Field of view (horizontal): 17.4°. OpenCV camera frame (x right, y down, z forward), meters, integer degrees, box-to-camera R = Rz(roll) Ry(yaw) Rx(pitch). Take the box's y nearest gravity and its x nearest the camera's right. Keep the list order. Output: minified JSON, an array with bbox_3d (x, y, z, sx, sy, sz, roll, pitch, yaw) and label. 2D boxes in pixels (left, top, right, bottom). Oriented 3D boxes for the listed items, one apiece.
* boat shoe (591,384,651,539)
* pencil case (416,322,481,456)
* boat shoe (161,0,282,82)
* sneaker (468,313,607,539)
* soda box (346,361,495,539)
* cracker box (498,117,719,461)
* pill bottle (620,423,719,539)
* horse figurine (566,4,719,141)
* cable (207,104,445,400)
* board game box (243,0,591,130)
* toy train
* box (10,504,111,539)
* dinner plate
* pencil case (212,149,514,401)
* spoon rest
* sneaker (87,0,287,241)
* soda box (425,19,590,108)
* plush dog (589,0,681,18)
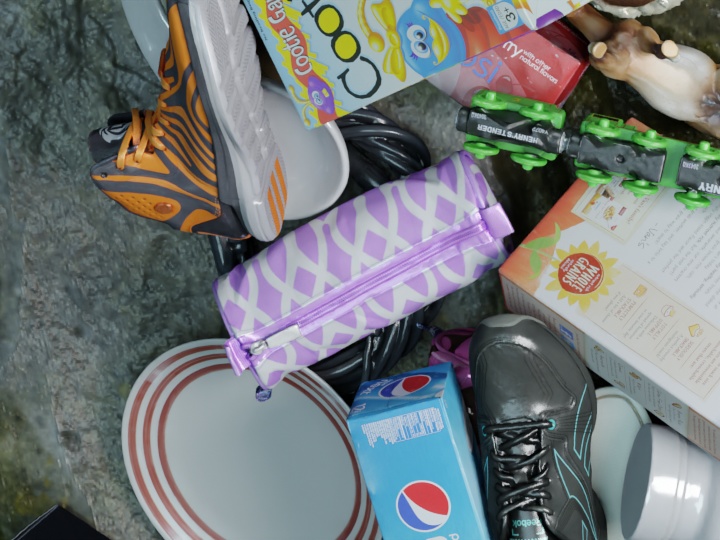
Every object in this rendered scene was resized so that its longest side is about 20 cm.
[{"bbox_3d":[0.171,0.165,1.519,0.074,0.062,0.202,-8,103,16],"label":"boat shoe"},{"bbox_3d":[0.064,0.137,1.526,0.090,0.093,0.202,18,108,29],"label":"pencil case"},{"bbox_3d":[-0.114,-0.181,1.518,0.066,0.074,0.200,-34,97,40],"label":"boat shoe"},{"bbox_3d":[0.110,0.121,1.428,0.075,0.079,0.201,-8,116,19],"label":"sneaker"},{"bbox_3d":[0.052,0.164,1.456,0.064,0.068,0.201,-13,105,12],"label":"soda box"},{"bbox_3d":[0.201,0.017,1.414,0.200,0.058,0.134,36,74,24],"label":"cracker box"},{"bbox_3d":[0.264,0.148,1.439,0.198,0.104,0.105,11,107,-4],"label":"pill bottle"},{"bbox_3d":[0.200,-0.115,1.420,0.199,0.133,0.050,25,96,-7],"label":"horse figurine"},{"bbox_3d":[-0.019,-0.014,1.543,0.162,0.051,0.202,-12,100,12],"label":"cable"},{"bbox_3d":[0.039,-0.169,1.342,0.199,0.103,0.105,-20,99,49],"label":"board game box"},{"bbox_3d":[0.154,-0.071,1.403,0.198,0.056,0.042,14,107,12],"label":"toy train"},{"bbox_3d":[-0.193,0.308,1.628,0.199,0.124,0.197,33,109,6],"label":"box"},{"bbox_3d":[-0.070,0.132,1.584,0.199,0.024,0.202,13,121,22],"label":"dinner plate"},{"bbox_3d":[0.000,0.000,1.471,0.199,0.086,0.084,-30,98,8],"label":"pencil case"},{"bbox_3d":[-0.084,-0.113,1.459,0.099,0.061,0.200,-27,107,36],"label":"spoon rest"},{"bbox_3d":[-0.116,-0.092,1.404,0.111,0.078,0.201,1,132,14],"label":"sneaker"},{"bbox_3d":[0.047,-0.165,1.472,0.199,0.063,0.070,36,111,5],"label":"soda box"},{"bbox_3d":[0.182,-0.272,1.384,0.170,0.161,0.201,-18,112,1],"label":"plush dog"}]
